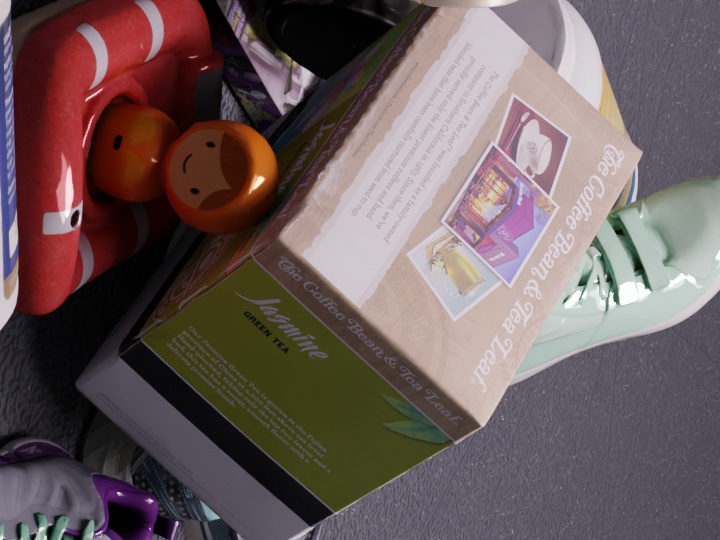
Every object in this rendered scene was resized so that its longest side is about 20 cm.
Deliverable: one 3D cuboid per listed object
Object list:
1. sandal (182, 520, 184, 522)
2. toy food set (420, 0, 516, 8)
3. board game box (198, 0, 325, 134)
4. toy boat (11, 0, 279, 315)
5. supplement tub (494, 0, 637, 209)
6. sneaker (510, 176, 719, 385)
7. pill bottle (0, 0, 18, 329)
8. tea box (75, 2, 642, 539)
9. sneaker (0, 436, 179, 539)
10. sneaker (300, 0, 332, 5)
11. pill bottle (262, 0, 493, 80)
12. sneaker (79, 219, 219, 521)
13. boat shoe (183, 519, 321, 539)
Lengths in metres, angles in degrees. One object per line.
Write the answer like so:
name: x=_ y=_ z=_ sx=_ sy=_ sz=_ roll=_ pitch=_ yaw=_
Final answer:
sandal: x=-0.055 y=0.119 z=1.644 sx=0.054 sy=0.080 sz=0.200 roll=-59 pitch=169 yaw=20
toy food set: x=0.071 y=-0.212 z=1.397 sx=0.200 sy=0.060 sz=0.144 roll=-35 pitch=130 yaw=-63
board game box: x=-0.043 y=-0.156 z=1.539 sx=0.200 sy=0.032 sz=0.120 roll=58 pitch=46 yaw=-62
toy boat: x=-0.099 y=-0.051 z=1.318 sx=0.200 sy=0.131 sz=0.131 roll=-37 pitch=137 yaw=-59
supplement tub: x=0.080 y=-0.086 z=1.731 sx=0.200 sy=0.145 sz=0.145 roll=60 pitch=48 yaw=-62
sneaker: x=0.139 y=-0.005 z=1.679 sx=0.200 sy=0.074 sz=0.118 roll=-29 pitch=159 yaw=-3
pill bottle: x=-0.187 y=-0.070 z=1.108 sx=0.111 sy=0.111 sz=0.200 roll=-46 pitch=145 yaw=-52
tea box: x=0.000 y=0.000 z=1.412 sx=0.197 sy=0.134 sz=0.200 roll=-34 pitch=-163 yaw=48
sneaker: x=-0.158 y=0.120 z=1.340 sx=0.200 sy=0.087 sz=0.075 roll=-23 pitch=125 yaw=-65
sneaker: x=0.010 y=-0.222 z=1.368 sx=0.200 sy=0.075 sz=0.106 roll=114 pitch=-26 yaw=-44
pill bottle: x=0.033 y=-0.196 z=1.514 sx=0.112 sy=0.112 sz=0.200 roll=59 pitch=47 yaw=-62
sneaker: x=-0.067 y=0.042 z=1.523 sx=0.078 sy=0.086 sz=0.200 roll=56 pitch=52 yaw=-63
boat shoe: x=-0.040 y=0.087 z=1.546 sx=0.093 sy=0.075 sz=0.200 roll=-56 pitch=-158 yaw=36
